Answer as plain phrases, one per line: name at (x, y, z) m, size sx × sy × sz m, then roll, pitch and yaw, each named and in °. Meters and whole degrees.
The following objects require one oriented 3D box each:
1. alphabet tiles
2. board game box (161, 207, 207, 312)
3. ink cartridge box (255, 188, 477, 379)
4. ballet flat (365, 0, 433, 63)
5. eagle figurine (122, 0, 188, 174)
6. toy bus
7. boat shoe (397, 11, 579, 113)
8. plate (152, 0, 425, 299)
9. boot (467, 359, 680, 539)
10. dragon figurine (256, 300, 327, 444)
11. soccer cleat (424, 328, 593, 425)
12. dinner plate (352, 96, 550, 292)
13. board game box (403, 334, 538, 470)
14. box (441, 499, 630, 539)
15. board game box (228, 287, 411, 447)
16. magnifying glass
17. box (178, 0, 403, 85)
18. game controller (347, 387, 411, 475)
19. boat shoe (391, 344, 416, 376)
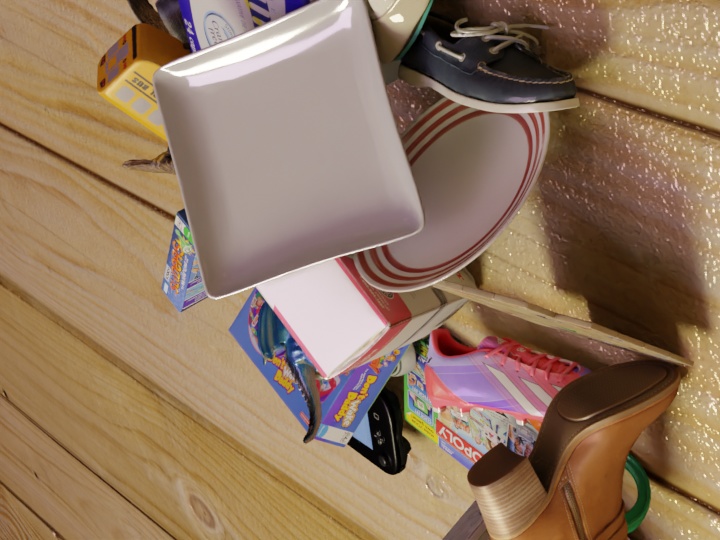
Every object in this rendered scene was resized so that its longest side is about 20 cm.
alphabet tiles at (0.155, 0.041, 1.077) m, size 0.166 × 0.200 × 0.006 m, roll 16°, pitch 87°, yaw 49°
board game box at (-0.092, -0.049, 1.316) m, size 0.034 × 0.200 × 0.135 m, roll 49°, pitch 149°, yaw 17°
ink cartridge box at (0.000, 0.000, 1.213) m, size 0.083 × 0.200 × 0.147 m, roll -43°, pitch 78°, yaw 24°
ballet flat at (0.039, -0.238, 1.049) m, size 0.069 × 0.069 × 0.200 m, roll 51°, pitch 135°, yaw 13°
eagle figurine at (-0.180, -0.194, 1.424) m, size 0.152 × 0.151 × 0.200 m, roll 7°, pitch 97°, yaw 7°
toy bus at (-0.150, -0.153, 1.330) m, size 0.200 × 0.078 × 0.065 m, roll 35°, pitch -152°, yaw -34°
boat shoe at (0.096, -0.161, 1.057) m, size 0.200 × 0.075 × 0.062 m, roll 33°, pitch 122°, yaw 59°
plate at (-0.057, -0.097, 1.104) m, size 0.199 × 0.032 × 0.200 m, roll -18°, pitch 83°, yaw 24°
boot at (0.196, 0.178, 1.127) m, size 0.155 × 0.200 × 0.077 m, roll 60°, pitch 167°, yaw -24°
dragon figurine at (-0.065, 0.059, 1.283) m, size 0.099 × 0.200 × 0.059 m, roll 11°, pitch 166°, yaw 1°
soccer cleat at (0.141, 0.092, 1.210) m, size 0.200 × 0.067 × 0.077 m, roll 1°, pitch 100°, yaw 38°
dinner plate at (0.072, -0.065, 1.091) m, size 0.024 × 0.200 × 0.200 m, roll 38°, pitch 162°, yaw -31°
board game box at (0.120, 0.147, 1.355) m, size 0.200 × 0.029 × 0.135 m, roll 35°, pitch 142°, yaw 35°
box at (0.164, 0.297, 1.244) m, size 0.200 × 0.176 × 0.097 m, roll 45°, pitch 145°, yaw 0°
board game box at (-0.043, 0.062, 1.380) m, size 0.135 × 0.045 × 0.200 m, roll -58°, pitch 41°, yaw 12°
magnifying glass at (0.180, 0.153, 1.236) m, size 0.200 × 0.080 × 0.022 m, roll 52°, pitch 160°, yaw 31°
box at (-0.068, -0.252, 1.189) m, size 0.200 × 0.105 × 0.184 m, roll 25°, pitch 137°, yaw 44°
game controller at (-0.012, 0.147, 1.521) m, size 0.200 × 0.042 × 0.104 m, roll 27°, pitch 140°, yaw 53°
boat shoe at (-0.008, 0.076, 1.421) m, size 0.200 × 0.057 × 0.069 m, roll 10°, pitch 118°, yaw 65°
